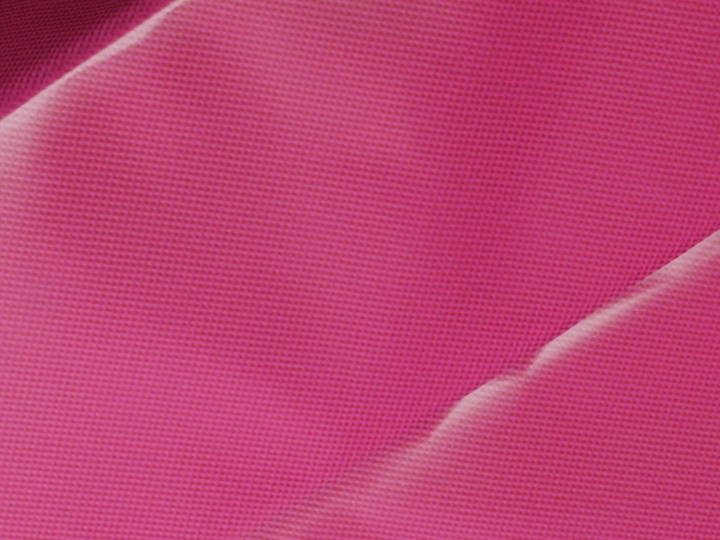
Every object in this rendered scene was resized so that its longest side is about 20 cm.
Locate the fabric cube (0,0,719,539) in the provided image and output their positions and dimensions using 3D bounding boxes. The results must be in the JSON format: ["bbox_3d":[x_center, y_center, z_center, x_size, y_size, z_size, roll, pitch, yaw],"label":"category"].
[{"bbox_3d":[-0.009,-0.006,0.606,0.199,0.196,0.200,-33,115,3],"label":"fabric cube"}]
